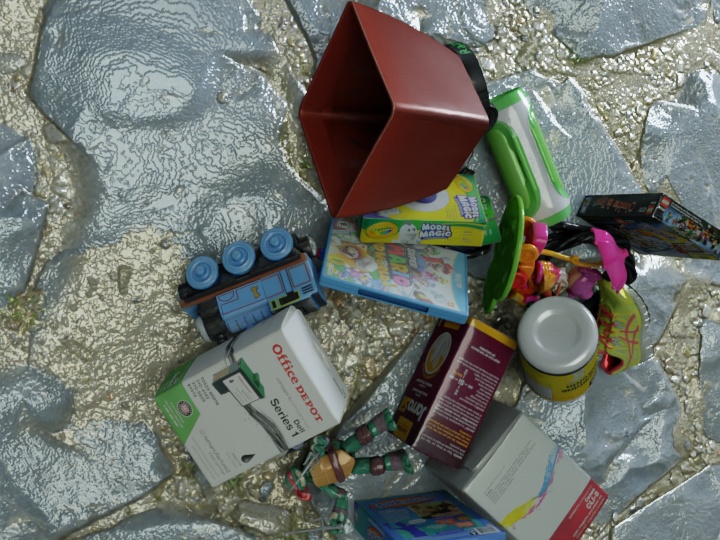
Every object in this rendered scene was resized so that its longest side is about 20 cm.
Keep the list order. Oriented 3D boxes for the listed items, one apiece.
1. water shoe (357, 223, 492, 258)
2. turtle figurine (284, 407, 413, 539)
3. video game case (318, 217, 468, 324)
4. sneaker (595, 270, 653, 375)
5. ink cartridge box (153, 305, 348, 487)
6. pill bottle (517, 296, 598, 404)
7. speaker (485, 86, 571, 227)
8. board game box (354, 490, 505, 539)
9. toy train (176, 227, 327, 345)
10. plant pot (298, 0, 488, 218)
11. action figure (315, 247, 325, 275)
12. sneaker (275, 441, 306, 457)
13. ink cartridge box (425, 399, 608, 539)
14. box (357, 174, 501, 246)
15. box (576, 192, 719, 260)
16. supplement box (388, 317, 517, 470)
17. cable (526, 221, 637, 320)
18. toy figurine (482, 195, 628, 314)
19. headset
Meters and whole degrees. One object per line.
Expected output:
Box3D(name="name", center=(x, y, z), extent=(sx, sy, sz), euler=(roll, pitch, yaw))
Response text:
Box3D(name="water shoe", center=(0.096, -0.060, 1.310), extent=(0.197, 0.079, 0.073), euler=(6, 90, -19))
Box3D(name="turtle figurine", center=(-0.034, 0.272, 1.255), extent=(0.198, 0.101, 0.151), euler=(-24, 119, -5))
Box3D(name="video game case", center=(0.048, -0.003, 1.218), extent=(0.197, 0.144, 0.018), euler=(15, 125, -5))
Box3D(name="sneaker", center=(0.390, 0.089, 1.394), extent=(0.090, 0.078, 0.201), euler=(-32, 125, -7))
Box3D(name="ink cartridge box", center=(-0.135, 0.159, 1.153), extent=(0.198, 0.084, 0.147), euler=(-29, 102, 15))
Box3D(name="pill bottle", center=(0.287, 0.125, 1.319), extent=(0.110, 0.200, 0.114), euler=(-5, 64, 11))
Box3D(name="speaker", center=(0.243, -0.164, 1.352), extent=(0.088, 0.088, 0.202), euler=(-27, 101, -15))
Box3D(name="board game box", center=(0.091, 0.362, 1.266), extent=(0.150, 0.200, 0.046), euler=(-3, 94, -17))
Box3D(name="toy train", center=(-0.143, 0.023, 1.199), extent=(0.197, 0.087, 0.116), euler=(-21, 69, 2))
Box3D(name="plant pot", center=(0.050, -0.202, 1.204), extent=(0.174, 0.201, 0.202), euler=(2, 52, -29))
Box3D(name="action figure", center=(0.000, 0.000, 1.297), extent=(0.197, 0.099, 0.066), euler=(10, 93, 4))
Box3D(name="sneaker", center=(-0.133, 0.159, 1.243), extent=(0.145, 0.080, 0.202), euler=(-27, 100, -14))
Box3D(name="ink cartridge box", center=(0.226, 0.308, 1.337), extent=(0.200, 0.145, 0.145), euler=(43, 79, -16))
Box3D(name="box", center=(0.094, -0.087, 1.267), extent=(0.197, 0.118, 0.049), euler=(3, 130, -8))
Box3D(name="box", center=(0.433, -0.066, 1.360), extent=(0.135, 0.200, 0.038), euler=(29, 85, -18))
Box3D(name="supplement box", center=(0.131, 0.170, 1.317), extent=(0.085, 0.110, 0.202), euler=(28, 84, -17))
Box3D(name="cable", center=(0.344, 0.013, 1.410), extent=(0.197, 0.051, 0.166), euler=(9, 94, -20))
Box3D(name="toy figurine", center=(0.287, 0.001, 1.308), extent=(0.181, 0.201, 0.151), euler=(10, 47, -3))
Box3D(name="headset", center=(0.134, -0.220, 1.300), extent=(0.093, 0.123, 0.202), euler=(-20, 118, -16))
